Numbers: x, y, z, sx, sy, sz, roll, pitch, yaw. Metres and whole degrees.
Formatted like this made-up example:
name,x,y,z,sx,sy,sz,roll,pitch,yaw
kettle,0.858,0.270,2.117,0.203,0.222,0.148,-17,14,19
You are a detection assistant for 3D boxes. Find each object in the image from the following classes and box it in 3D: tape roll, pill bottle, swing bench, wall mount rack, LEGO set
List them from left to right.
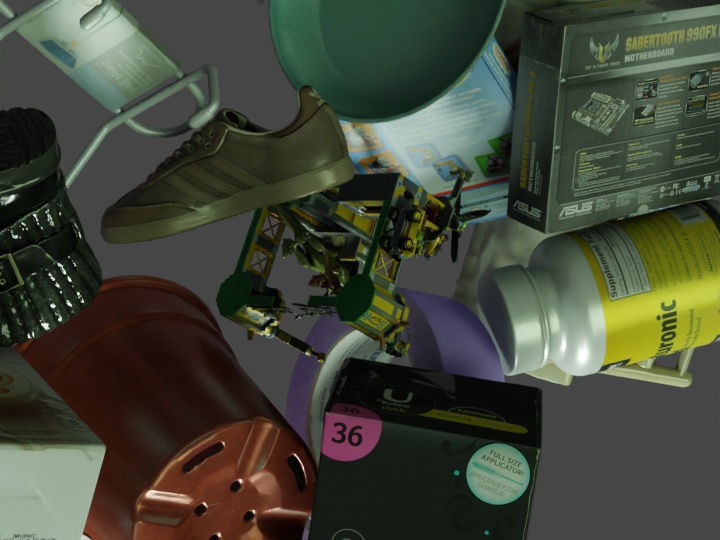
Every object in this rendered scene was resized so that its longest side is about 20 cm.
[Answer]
name,x,y,z,sx,sy,sz,roll,pitch,yaw
wall mount rack,-0.200,-0.119,1.273,0.173,0.075,0.200,-28,133,22
LEGO set,0.000,0.000,1.397,0.116,0.199,0.155,30,62,-41
tape roll,0.024,0.114,1.457,0.065,0.200,0.201,11,106,-37
swing bench,0.198,-0.018,1.559,0.199,0.130,0.200,3,111,-35
pill bottle,0.196,0.018,1.437,0.199,0.111,0.112,-13,121,-13

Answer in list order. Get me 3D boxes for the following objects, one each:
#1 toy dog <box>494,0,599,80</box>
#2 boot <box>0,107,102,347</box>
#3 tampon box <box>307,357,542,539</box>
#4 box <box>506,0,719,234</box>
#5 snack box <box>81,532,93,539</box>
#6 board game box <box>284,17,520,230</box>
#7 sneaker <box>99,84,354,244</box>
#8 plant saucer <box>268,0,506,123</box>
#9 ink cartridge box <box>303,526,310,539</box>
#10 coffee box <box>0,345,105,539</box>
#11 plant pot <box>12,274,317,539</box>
name,x,y,z,sx,sy,sz,roll,pitch,yaw
toy dog,0.130,-0.232,1.398,0.193,0.139,0.201,-17,125,-33
boot,-0.285,-0.014,1.253,0.210,0.080,0.158,-11,137,-7
tampon box,0.041,0.183,1.307,0.149,0.126,0.201,8,106,4
box,0.204,-0.123,1.397,0.199,0.048,0.159,-13,116,-33
snack box,-0.193,0.270,1.501,0.072,0.024,0.200,-50,131,-2
board game box,0.057,-0.111,1.412,0.200,0.150,0.037,51,38,-40
sneaker,-0.101,-0.074,1.329,0.070,0.199,0.076,-28,103,-71
plant saucer,0.026,-0.198,1.313,0.036,0.200,0.201,17,103,-57
ink cartridge box,-0.017,0.290,1.517,0.039,0.200,0.100,-22,125,-20
coffee box,-0.269,0.107,1.250,0.114,0.200,0.080,6,108,-37
plant pot,-0.141,0.133,1.356,0.200,0.195,0.202,-15,120,-28
